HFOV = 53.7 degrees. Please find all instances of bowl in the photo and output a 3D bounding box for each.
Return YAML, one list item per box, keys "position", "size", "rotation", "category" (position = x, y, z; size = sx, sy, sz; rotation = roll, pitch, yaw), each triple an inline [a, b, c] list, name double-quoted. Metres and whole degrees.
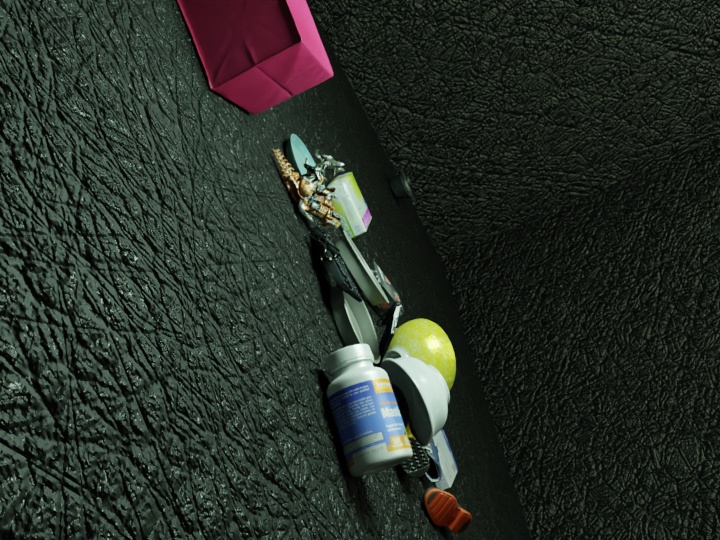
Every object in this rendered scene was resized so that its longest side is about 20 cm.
- position: [0.128, 0.264, 1.527]
  size: [0.201, 0.090, 0.203]
  rotation: [47, -30, 38]
  category: "bowl"
- position: [0.115, 0.218, 1.657]
  size: [0.107, 0.200, 0.202]
  rotation: [-4, 67, -43]
  category: "bowl"

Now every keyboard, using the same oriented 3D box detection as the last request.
- position: [-0.047, -0.027, 1.485]
  size: [0.104, 0.040, 0.201]
  rotation: [36, 17, -42]
  category: "keyboard"
- position: [0.052, 0.137, 1.581]
  size: [0.201, 0.039, 0.105]
  rotation: [108, 0, -60]
  category: "keyboard"

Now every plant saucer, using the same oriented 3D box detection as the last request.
- position: [-0.128, -0.223, 1.680]
  size: [0.200, 0.027, 0.202]
  rotation: [-23, 91, -80]
  category: "plant saucer"

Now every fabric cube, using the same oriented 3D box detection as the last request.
- position: [-0.195, -0.443, 1.354]
  size: [0.198, 0.198, 0.199]
  rotation: [69, 13, 6]
  category: "fabric cube"

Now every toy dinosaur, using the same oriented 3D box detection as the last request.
- position: [-0.105, -0.182, 1.525]
  size: [0.136, 0.101, 0.201]
  rotation: [-58, 133, -34]
  category: "toy dinosaur"

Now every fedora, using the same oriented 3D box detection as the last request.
- position: [0.195, -0.398, 3.397]
  size: [0.201, 0.091, 0.203]
  rotation: [-23, 90, -79]
  category: "fedora"

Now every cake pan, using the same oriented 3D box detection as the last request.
- position: [-0.014, 0.111, 1.530]
  size: [0.200, 0.036, 0.202]
  rotation: [-23, 91, -79]
  category: "cake pan"
- position: [0.000, 0.000, 1.683]
  size: [0.202, 0.036, 0.200]
  rotation: [58, 2, -3]
  category: "cake pan"

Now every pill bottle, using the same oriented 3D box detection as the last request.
- position: [0.007, 0.232, 1.197]
  size: [0.112, 0.111, 0.202]
  rotation: [40, 30, -67]
  category: "pill bottle"

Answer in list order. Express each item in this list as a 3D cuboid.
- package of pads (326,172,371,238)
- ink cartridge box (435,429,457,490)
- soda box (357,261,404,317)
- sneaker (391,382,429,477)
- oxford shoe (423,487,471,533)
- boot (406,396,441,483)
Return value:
- position: [-0.031, -0.185, 1.955]
  size: [0.200, 0.068, 0.156]
  rotation: [-73, 140, -74]
  category: "package of pads"
- position: [0.206, 0.484, 1.834]
  size: [0.121, 0.042, 0.200]
  rotation: [69, 14, 8]
  category: "ink cartridge box"
- position: [0.051, 0.059, 1.878]
  size: [0.200, 0.063, 0.071]
  rotation: [52, 18, -55]
  category: "soda box"
- position: [0.081, 0.337, 1.498]
  size: [0.090, 0.069, 0.202]
  rotation: [101, -32, -75]
  category: "sneaker"
- position: [0.180, 0.530, 1.604]
  size: [0.072, 0.071, 0.200]
  rotation: [37, -12, 46]
  category: "oxford shoe"
- position: [0.139, 0.383, 1.623]
  size: [0.091, 0.072, 0.202]
  rotation: [-101, 166, -68]
  category: "boot"
